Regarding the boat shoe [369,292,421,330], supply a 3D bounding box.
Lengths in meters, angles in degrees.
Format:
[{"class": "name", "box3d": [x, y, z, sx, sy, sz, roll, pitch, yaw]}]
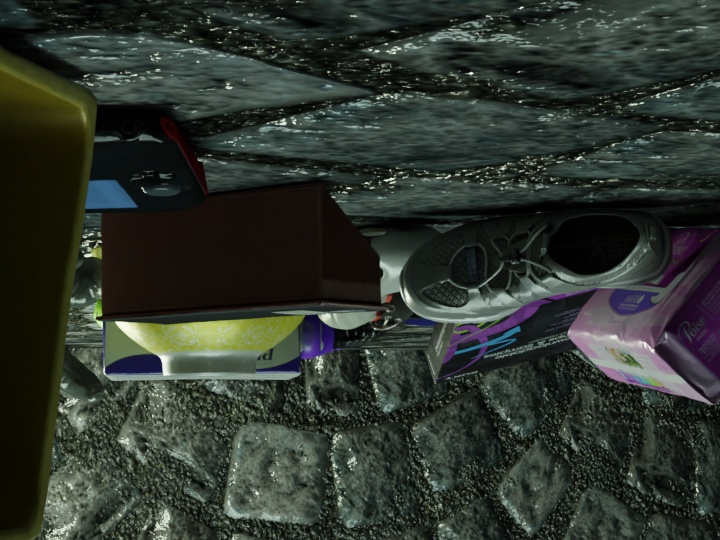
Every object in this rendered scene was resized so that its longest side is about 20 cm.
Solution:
[{"class": "boat shoe", "box3d": [0.056, 0.027, 1.572, 0.198, 0.058, 0.067, -11, 176, -29]}]

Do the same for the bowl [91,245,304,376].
[{"class": "bowl", "box3d": [-0.127, 0.035, 1.518, 0.198, 0.109, 0.200, -1, 175, 0]}]

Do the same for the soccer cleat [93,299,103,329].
[{"class": "soccer cleat", "box3d": [-0.198, 0.048, 1.986, 0.198, 0.068, 0.081, 3, -169, -31]}]

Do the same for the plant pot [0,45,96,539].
[{"class": "plant pot", "box3d": [-0.239, 0.001, 0.709, 0.198, 0.198, 0.194, 7, 177, 12]}]

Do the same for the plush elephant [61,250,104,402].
[{"class": "plush elephant", "box3d": [-0.259, 0.051, 1.358, 0.200, 0.166, 0.154, 37, 176, -42]}]

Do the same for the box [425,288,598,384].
[{"class": "box", "box3d": [0.138, 0.038, 1.555, 0.141, 0.036, 0.200, -13, 161, -10]}]

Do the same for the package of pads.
[{"class": "package of pads", "box3d": [0.238, 0.028, 1.330, 0.076, 0.121, 0.200, 41, 173, -9]}]

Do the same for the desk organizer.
[{"class": "desk organizer", "box3d": [-0.082, -0.008, 1.199, 0.198, 0.078, 0.071, -5, 174, 37]}]

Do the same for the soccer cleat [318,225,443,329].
[{"class": "soccer cleat", "box3d": [0.000, 0.000, 1.422, 0.077, 0.070, 0.200, 7, 165, -25]}]

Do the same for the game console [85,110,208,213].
[{"class": "game console", "box3d": [-0.184, -0.054, 0.938, 0.197, 0.031, 0.177, -2, 175, 1]}]

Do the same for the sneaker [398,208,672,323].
[{"class": "sneaker", "box3d": [0.121, -0.015, 1.279, 0.198, 0.076, 0.082, -13, 167, 9]}]

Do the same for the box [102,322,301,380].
[{"class": "box", "box3d": [-0.153, 0.051, 1.715, 0.182, 0.106, 0.200, 0, 176, -7]}]

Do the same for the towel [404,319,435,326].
[{"class": "towel", "box3d": [0.084, 0.021, 1.786, 0.147, 0.050, 0.199, 12, 168, -39]}]

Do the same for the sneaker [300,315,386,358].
[{"class": "sneaker", "box3d": [-0.021, 0.049, 1.873, 0.098, 0.070, 0.200, 3, -173, 4]}]
